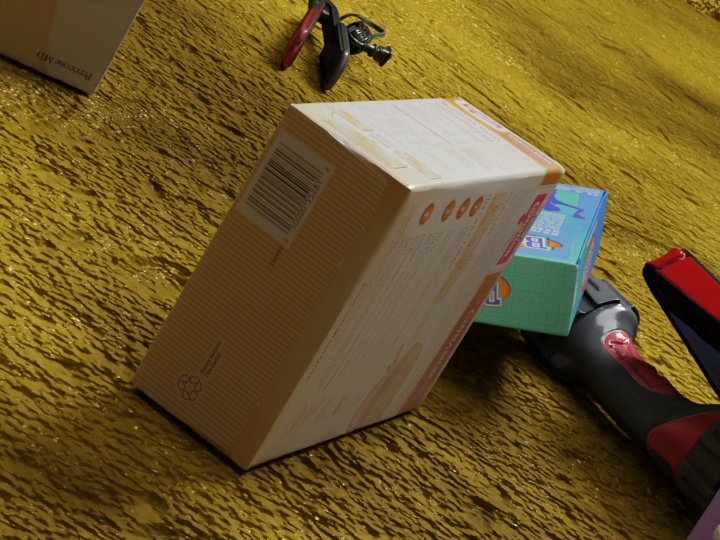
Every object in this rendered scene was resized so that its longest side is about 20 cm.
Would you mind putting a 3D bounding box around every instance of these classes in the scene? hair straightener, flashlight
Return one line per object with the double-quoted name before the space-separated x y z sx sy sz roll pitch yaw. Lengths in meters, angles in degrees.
"hair straightener" -0.015 -0.172 1.742 0.077 0.041 0.200 29 13 -6
"flashlight" 0.174 0.070 1.315 0.068 0.068 0.200 16 23 -36

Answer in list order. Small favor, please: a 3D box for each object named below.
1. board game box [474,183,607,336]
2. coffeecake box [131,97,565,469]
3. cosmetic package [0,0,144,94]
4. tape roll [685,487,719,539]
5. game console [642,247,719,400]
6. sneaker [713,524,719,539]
"board game box" 0.060 -0.018 1.328 0.152 0.045 0.200 9 15 9
"coffeecake box" 0.000 0.000 1.084 0.073 0.154 0.200 36 18 18
"cosmetic package" -0.161 -0.218 1.351 0.105 0.200 0.071 22 20 -21
"tape roll" 0.251 0.184 1.129 0.200 0.066 0.200 27 19 -10
"game console" 0.241 0.086 1.290 0.200 0.031 0.177 53 1 -33
"sneaker" 0.262 0.139 1.036 0.200 0.080 0.074 25 17 -21
